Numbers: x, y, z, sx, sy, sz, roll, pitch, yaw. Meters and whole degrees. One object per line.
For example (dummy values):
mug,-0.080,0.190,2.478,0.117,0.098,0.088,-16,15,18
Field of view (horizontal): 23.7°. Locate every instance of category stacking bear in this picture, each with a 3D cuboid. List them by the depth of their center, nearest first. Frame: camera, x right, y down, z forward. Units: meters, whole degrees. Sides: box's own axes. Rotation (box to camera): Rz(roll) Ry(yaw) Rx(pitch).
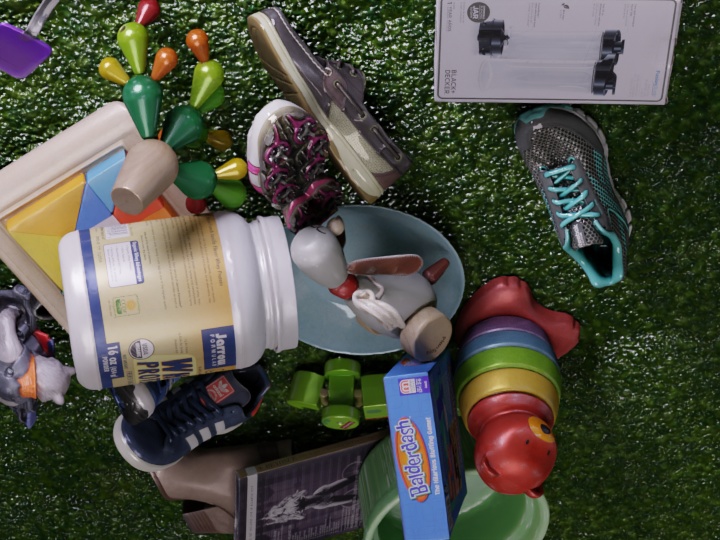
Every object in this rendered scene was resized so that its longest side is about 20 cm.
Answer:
stacking bear,0.146,0.126,1.652,0.121,0.200,0.114,34,126,-28

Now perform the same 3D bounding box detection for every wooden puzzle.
wooden puzzle,-0.239,-0.034,1.584,0.185,0.037,0.200,-30,122,9

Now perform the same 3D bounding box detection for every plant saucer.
plant saucer,0.000,0.000,1.648,0.200,0.039,0.201,0,135,0

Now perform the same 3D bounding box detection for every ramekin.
ramekin,0.092,0.243,1.817,0.199,0.098,0.200,-8,133,-8

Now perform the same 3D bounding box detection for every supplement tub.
supplement tub,-0.163,0.024,1.536,0.199,0.145,0.145,-8,135,-8

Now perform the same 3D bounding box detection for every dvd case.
dvd case,-0.041,0.240,1.846,0.199,0.016,0.149,-14,137,-19

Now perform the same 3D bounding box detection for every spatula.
spatula,-0.259,-0.228,1.446,0.056,0.021,0.200,27,128,-30

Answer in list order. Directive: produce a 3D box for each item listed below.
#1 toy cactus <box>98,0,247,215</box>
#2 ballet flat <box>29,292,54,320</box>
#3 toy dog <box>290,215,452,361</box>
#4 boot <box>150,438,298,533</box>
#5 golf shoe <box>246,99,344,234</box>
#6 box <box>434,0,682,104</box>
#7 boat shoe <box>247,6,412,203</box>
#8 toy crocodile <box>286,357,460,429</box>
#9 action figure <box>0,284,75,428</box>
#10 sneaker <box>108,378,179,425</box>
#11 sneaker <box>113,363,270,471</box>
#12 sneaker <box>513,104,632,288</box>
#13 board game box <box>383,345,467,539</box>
toy cactus,-0.170,-0.115,1.466,0.102,0.165,0.200,3,133,27
ballet flat,-0.222,0.029,1.670,0.199,0.057,0.067,-1,133,3
toy dog,0.024,0.002,1.552,0.132,0.096,0.200,32,173,21
boot,-0.140,0.212,1.847,0.146,0.070,0.200,-18,133,10
golf shoe,-0.073,-0.100,1.477,0.073,0.092,0.200,-39,162,-10
box,0.162,-0.201,1.432,0.199,0.060,0.117,0,134,2
boat shoe,-0.024,-0.152,1.487,0.066,0.072,0.201,-37,114,-7
toy crocodile,0.022,0.129,1.754,0.199,0.068,0.062,-1,156,5
action figure,-0.381,0.110,1.727,0.193,0.105,0.200,6,133,9
sneaker,-0.211,0.091,1.654,0.077,0.200,0.076,-24,105,-4
sneaker,-0.162,0.135,1.700,0.084,0.200,0.075,-39,83,32
sneaker,0.199,-0.064,1.542,0.077,0.091,0.200,-21,130,20
board game box,0.063,0.158,1.611,0.045,0.200,0.153,-7,93,9
